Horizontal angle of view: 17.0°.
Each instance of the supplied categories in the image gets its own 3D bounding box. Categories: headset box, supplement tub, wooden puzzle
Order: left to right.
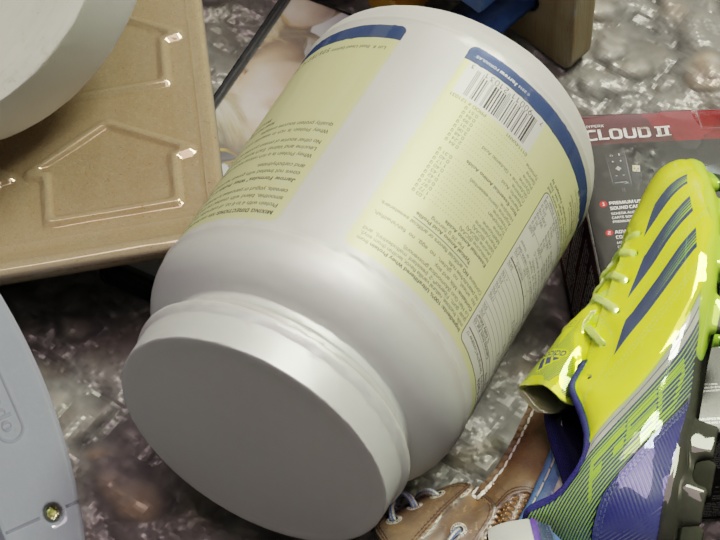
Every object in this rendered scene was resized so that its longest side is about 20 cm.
[{"bbox_3d":[-0.159,-0.060,1.134,0.185,0.046,0.200,-9,49,0],"label":"wooden puzzle"},{"bbox_3d":[0.000,0.000,1.023,0.145,0.145,0.200,24,55,13],"label":"supplement tub"},{"bbox_3d":[0.173,0.009,1.096,0.148,0.077,0.200,-3,52,-7],"label":"headset box"}]

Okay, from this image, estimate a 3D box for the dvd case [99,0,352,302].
[{"bbox_3d":[-0.017,-0.043,1.157,0.142,0.018,0.200,23,55,12],"label":"dvd case"}]

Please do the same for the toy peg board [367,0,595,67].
[{"bbox_3d":[0.012,-0.193,1.165,0.098,0.200,0.199,-40,65,-20],"label":"toy peg board"}]

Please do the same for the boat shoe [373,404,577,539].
[{"bbox_3d":[0.038,0.125,1.001,0.072,0.072,0.200,20,54,12],"label":"boat shoe"}]

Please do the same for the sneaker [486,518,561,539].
[{"bbox_3d":[0.147,0.166,0.922,0.146,0.081,0.200,-23,90,1],"label":"sneaker"}]

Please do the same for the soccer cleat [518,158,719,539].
[{"bbox_3d":[0.110,0.031,0.991,0.083,0.065,0.201,6,55,9],"label":"soccer cleat"}]

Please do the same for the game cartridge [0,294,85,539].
[{"bbox_3d":[-0.196,0.068,0.999,0.133,0.042,0.200,-22,87,-24],"label":"game cartridge"}]

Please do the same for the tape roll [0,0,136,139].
[{"bbox_3d":[-0.199,-0.154,1.071,0.202,0.071,0.203,0,89,10],"label":"tape roll"}]
